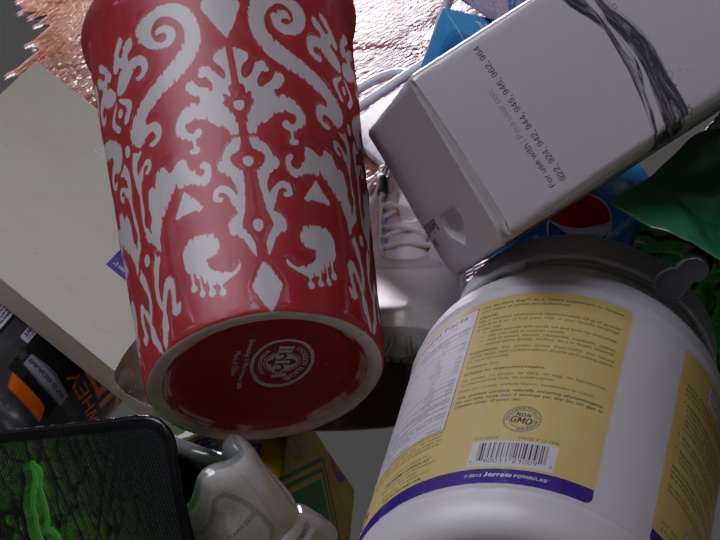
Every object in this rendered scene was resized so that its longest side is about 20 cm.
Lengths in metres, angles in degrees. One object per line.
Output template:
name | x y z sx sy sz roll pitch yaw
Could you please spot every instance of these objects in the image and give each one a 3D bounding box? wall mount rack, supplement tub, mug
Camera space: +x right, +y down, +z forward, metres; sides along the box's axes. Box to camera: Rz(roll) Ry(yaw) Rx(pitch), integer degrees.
wall mount rack | 0.040 -0.133 1.580 0.173 0.075 0.200 -36 26 -6
supplement tub | 0.081 0.092 1.053 0.145 0.146 0.200 -19 29 28
supplement tub | -0.202 0.056 1.473 0.122 0.123 0.200 -5 38 45
mug | -0.046 -0.024 1.155 0.133 0.178 0.201 -19 55 14

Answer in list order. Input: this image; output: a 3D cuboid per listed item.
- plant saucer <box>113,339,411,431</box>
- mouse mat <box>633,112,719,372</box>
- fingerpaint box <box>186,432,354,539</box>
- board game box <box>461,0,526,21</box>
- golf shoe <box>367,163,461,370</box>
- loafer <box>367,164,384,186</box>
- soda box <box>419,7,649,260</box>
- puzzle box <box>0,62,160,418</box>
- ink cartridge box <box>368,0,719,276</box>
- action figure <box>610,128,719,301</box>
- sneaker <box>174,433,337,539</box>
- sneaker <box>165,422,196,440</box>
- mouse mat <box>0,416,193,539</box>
plant saucer | -0.028 0.042 1.278 0.199 0.032 0.200 2 13 0
mouse mat | 0.186 0.008 1.164 0.161 0.008 0.200 -52 35 0
fingerpaint box | -0.109 0.168 1.225 0.199 0.074 0.167 -24 27 18
board game box | 0.169 -0.140 1.343 0.199 0.044 0.199 4 16 -21
golf shoe | 0.016 -0.009 1.221 0.078 0.098 0.200 3 14 -2
loafer | 0.000 0.000 1.397 0.200 0.068 0.076 -43 -12 14
soda box | 0.084 -0.065 1.279 0.200 0.067 0.064 -114 40 -60
puzzle box | -0.156 -0.018 1.443 0.133 0.200 0.025 -47 -6 -35
ink cartridge box | 0.112 -0.090 1.105 0.199 0.084 0.146 -33 -2 -10
action figure | 0.198 -0.042 1.110 0.200 0.118 0.055 -48 -8 -44
sneaker | -0.105 0.112 1.144 0.199 0.081 0.075 -8 38 38
sneaker | -0.169 0.124 1.353 0.200 0.090 0.067 -34 25 -3
mouse mat | -0.130 0.169 1.108 0.160 0.201 0.008 -9 3 34
